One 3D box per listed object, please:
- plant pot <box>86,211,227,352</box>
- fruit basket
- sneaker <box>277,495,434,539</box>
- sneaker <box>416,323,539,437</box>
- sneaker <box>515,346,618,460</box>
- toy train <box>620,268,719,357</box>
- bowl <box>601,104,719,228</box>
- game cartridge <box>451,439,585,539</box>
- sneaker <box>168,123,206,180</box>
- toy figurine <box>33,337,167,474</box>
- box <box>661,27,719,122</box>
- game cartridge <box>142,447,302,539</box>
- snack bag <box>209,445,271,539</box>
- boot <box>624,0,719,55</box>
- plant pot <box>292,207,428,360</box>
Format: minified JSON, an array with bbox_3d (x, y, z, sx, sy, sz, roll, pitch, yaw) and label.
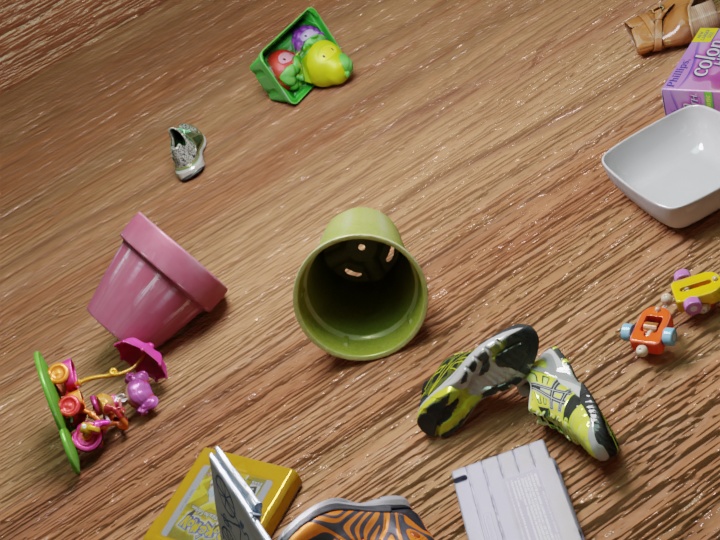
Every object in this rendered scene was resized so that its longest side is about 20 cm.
[{"bbox_3d":[-0.350,0.035,1.656,0.180,0.200,0.199,-50,41,-7],"label":"plant pot"},{"bbox_3d":[-0.114,-0.463,2.162,0.214,0.156,0.217,-31,22,14],"label":"fruit basket"},{"bbox_3d":[0.007,0.318,1.125,0.197,0.079,0.112,-6,30,-33],"label":"sneaker"},{"bbox_3d":[0.145,0.128,1.297,0.199,0.074,0.085,-40,25,17],"label":"sneaker"},{"bbox_3d":[0.253,0.176,1.224,0.076,0.076,0.201,-31,26,3],"label":"sneaker"},{"bbox_3d":[0.440,0.068,1.254,0.197,0.056,0.151,1,45,36],"label":"toy train"},{"bbox_3d":[0.483,-0.145,1.468,0.198,0.075,0.200,-30,36,-5],"label":"bowl"},{"bbox_3d":[0.185,0.294,1.143,0.127,0.039,0.201,-17,37,5],"label":"game cartridge"},{"bbox_3d":[-0.378,-0.279,2.124,0.076,0.089,0.201,-24,36,2],"label":"sneaker"},{"bbox_3d":[-0.386,0.187,1.540,0.181,0.151,0.202,-20,67,-14],"label":"toy figurine"},{"bbox_3d":[0.603,-0.292,1.557,0.198,0.098,0.176,11,49,39],"label":"box"},{"bbox_3d":[-0.194,0.335,1.316,0.174,0.033,0.201,5,45,34],"label":"game cartridge"},{"bbox_3d":[-0.116,0.327,1.130,0.021,0.191,0.200,-20,41,-25],"label":"snack bag"},{"bbox_3d":[0.564,-0.473,1.834,0.153,0.077,0.202,-18,44,16],"label":"boot"},{"bbox_3d":[0.000,0.000,1.499,0.197,0.203,0.185,-18,25,9],"label":"plant pot"}]
